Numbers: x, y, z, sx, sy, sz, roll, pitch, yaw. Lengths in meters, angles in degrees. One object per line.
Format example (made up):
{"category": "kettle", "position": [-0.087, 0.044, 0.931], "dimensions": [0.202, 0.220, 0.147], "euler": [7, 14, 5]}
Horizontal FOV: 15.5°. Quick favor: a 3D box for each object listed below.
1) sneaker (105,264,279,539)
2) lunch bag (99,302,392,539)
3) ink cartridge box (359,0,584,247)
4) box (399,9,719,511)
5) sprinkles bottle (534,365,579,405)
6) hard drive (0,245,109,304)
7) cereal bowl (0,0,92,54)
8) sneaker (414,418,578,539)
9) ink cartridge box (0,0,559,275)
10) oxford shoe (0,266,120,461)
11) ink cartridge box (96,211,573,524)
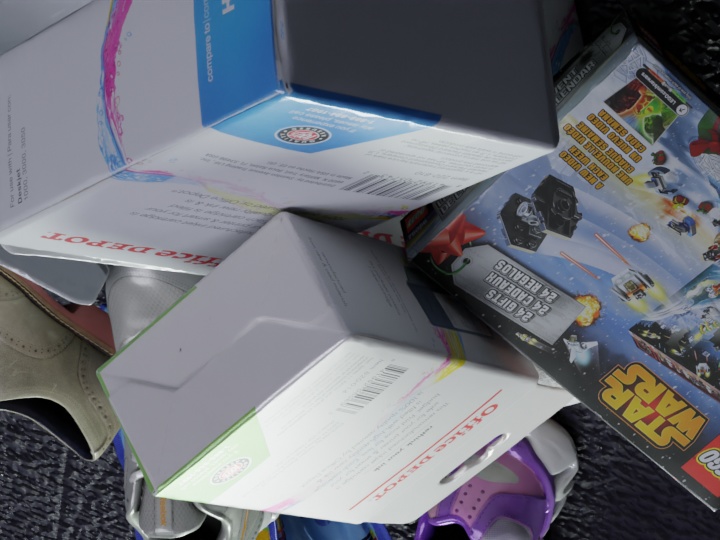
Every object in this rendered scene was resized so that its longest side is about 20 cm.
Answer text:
{"category": "sneaker", "position": [-0.084, 0.076, 1.273], "dimensions": [0.076, 0.092, 0.200], "euler": [0, 128, 19]}
{"category": "lunch bag", "position": [-0.067, 0.097, 1.427], "dimensions": [0.151, 0.094, 0.200], "euler": [13, 124, 55]}
{"category": "ink cartridge box", "position": [0.018, -0.098, 1.181], "dimensions": [0.148, 0.086, 0.200], "euler": [8, 132, 29]}
{"category": "box", "position": [0.135, 0.000, 1.146], "dimensions": [0.200, 0.040, 0.137], "euler": [39, 108, -24]}
{"category": "sprinkles bottle", "position": [0.087, 0.036, 1.279], "dimensions": [0.200, 0.068, 0.068], "euler": [-19, 117, 46]}
{"category": "hard drive", "position": [-0.193, -0.031, 1.303], "dimensions": [0.132, 0.026, 0.200], "euler": [28, 179, -11]}
{"category": "cereal bowl", "position": [-0.168, -0.174, 1.185], "dimensions": [0.083, 0.200, 0.200], "euler": [-124, 18, -46]}
{"category": "sneaker", "position": [0.061, 0.159, 1.409], "dimensions": [0.080, 0.088, 0.200], "euler": [20, 140, 17]}
{"category": "ink cartridge box", "position": [-0.042, -0.066, 1.068], "dimensions": [0.144, 0.085, 0.200], "euler": [9, 158, -40]}
{"category": "oxford shoe", "position": [-0.200, 0.032, 1.354], "dimensions": [0.200, 0.075, 0.070], "euler": [28, 158, -21]}
{"category": "ink cartridge box", "position": [-0.005, 0.048, 1.149], "dimensions": [0.117, 0.200, 0.067], "euler": [-40, 62, 20]}
